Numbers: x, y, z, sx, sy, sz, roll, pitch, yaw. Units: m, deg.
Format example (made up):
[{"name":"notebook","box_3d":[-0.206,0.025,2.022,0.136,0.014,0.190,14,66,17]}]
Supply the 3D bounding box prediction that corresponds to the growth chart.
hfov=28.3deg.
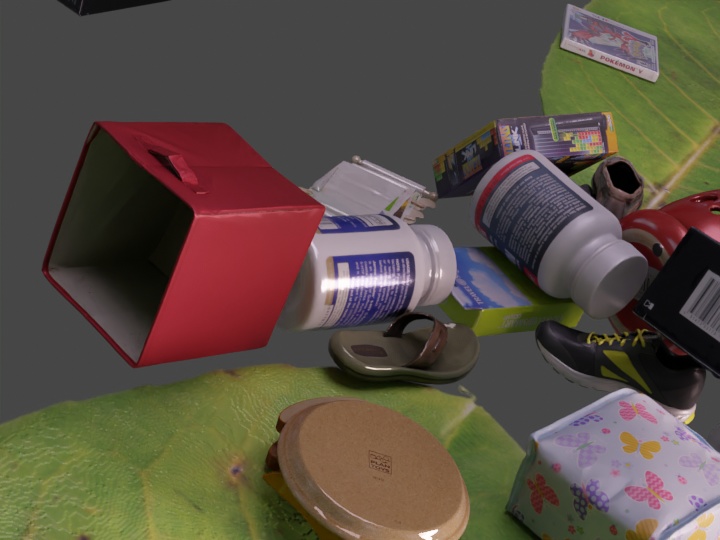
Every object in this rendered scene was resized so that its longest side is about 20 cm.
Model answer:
[{"name":"growth chart","box_3d":[0.008,-0.091,1.789,0.144,0.018,0.200,30,31,16]}]

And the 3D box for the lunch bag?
[{"name":"lunch bag","box_3d":[0.268,0.211,1.354,0.199,0.128,0.169,-22,48,-37]}]

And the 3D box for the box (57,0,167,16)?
[{"name":"box","box_3d":[-0.393,-0.475,2.065,0.198,0.124,0.200,33,32,23]}]

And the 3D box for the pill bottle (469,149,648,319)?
[{"name":"pill bottle","box_3d":[0.230,-0.039,1.645,0.119,0.120,0.200,-8,41,-40]}]

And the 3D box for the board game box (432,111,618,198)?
[{"name":"board game box","box_3d":[0.205,-0.144,1.810,0.164,0.200,0.057,-8,82,-21]}]

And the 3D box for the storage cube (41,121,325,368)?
[{"name":"storage cube","box_3d":[-0.175,-0.030,1.406,0.171,0.201,0.179,40,28,31]}]

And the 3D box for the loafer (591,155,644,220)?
[{"name":"loafer","box_3d":[0.332,-0.108,1.818,0.071,0.063,0.200,22,30,4]}]

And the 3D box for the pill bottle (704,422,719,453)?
[{"name":"pill bottle","box_3d":[0.434,0.235,1.424,0.114,0.115,0.200,-1,37,-33]}]

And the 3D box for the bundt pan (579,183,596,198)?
[{"name":"bundt pan","box_3d":[0.292,-0.048,1.837,0.201,0.076,0.202,15,29,-9]}]

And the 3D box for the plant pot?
[{"name":"plant pot","box_3d":[0.395,0.012,1.691,0.181,0.201,0.201,-11,41,-29]}]

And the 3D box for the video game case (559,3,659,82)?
[{"name":"video game case","box_3d":[0.451,-0.414,2.582,0.181,0.023,0.200,20,30,-1]}]

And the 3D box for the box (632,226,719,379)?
[{"name":"box","box_3d":[0.430,0.074,1.501,0.199,0.118,0.197,29,9,-36]}]

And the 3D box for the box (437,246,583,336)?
[{"name":"box","box_3d":[0.156,0.021,1.663,0.199,0.048,0.122,-3,37,-38]}]

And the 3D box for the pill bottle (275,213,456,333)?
[{"name":"pill bottle","box_3d":[0.000,0.000,1.534,0.199,0.120,0.120,-4,38,-36]}]

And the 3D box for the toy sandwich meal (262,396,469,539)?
[{"name":"toy sandwich meal","box_3d":[0.001,0.192,1.281,0.204,0.071,0.206,18,32,-12]}]

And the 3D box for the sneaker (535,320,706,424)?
[{"name":"sneaker","box_3d":[0.294,0.094,1.596,0.199,0.085,0.075,25,28,5]}]

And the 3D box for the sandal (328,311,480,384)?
[{"name":"sandal","box_3d":[0.056,0.077,1.500,0.200,0.058,0.080,-1,37,-44]}]
